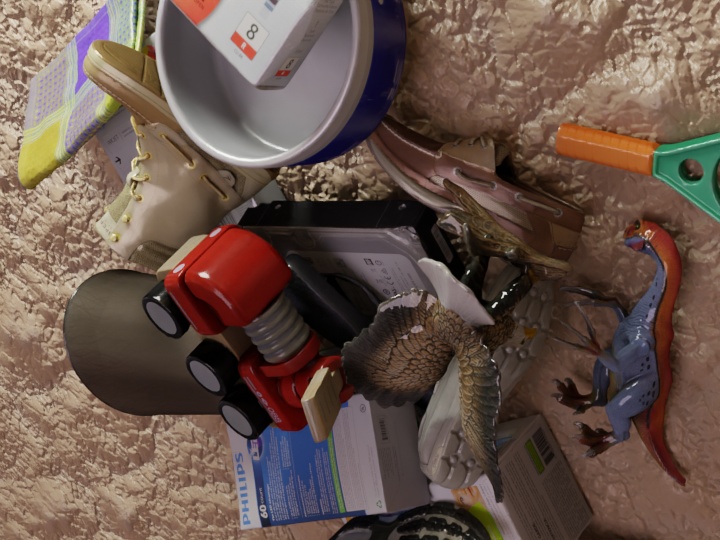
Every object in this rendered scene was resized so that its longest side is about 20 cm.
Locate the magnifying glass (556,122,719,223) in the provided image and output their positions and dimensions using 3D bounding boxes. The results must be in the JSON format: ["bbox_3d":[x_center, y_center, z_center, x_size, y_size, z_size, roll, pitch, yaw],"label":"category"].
[{"bbox_3d":[0.235,-0.076,0.978,0.198,0.022,0.081,18,126,31],"label":"magnifying glass"}]

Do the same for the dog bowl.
[{"bbox_3d":[-0.064,-0.184,1.067,0.198,0.078,0.204,4,97,32],"label":"dog bowl"}]

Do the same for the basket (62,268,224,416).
[{"bbox_3d":[-0.159,0.073,1.276,0.198,0.138,0.180,-1,151,47],"label":"basket"}]

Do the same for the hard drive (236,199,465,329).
[{"bbox_3d":[0.000,0.000,1.171,0.198,0.038,0.140,4,138,38],"label":"hard drive"}]

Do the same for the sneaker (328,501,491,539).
[{"bbox_3d":[0.051,0.259,1.162,0.199,0.077,0.089,-13,119,48],"label":"sneaker"}]

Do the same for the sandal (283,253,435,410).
[{"bbox_3d":[0.004,0.049,1.166,0.200,0.043,0.076,41,158,-21],"label":"sandal"}]

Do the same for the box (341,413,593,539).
[{"bbox_3d":[0.090,0.218,1.216,0.199,0.101,0.114,-19,103,44],"label":"box"}]

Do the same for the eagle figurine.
[{"bbox_3d":[0.077,0.061,1.001,0.149,0.152,0.202,21,110,-16],"label":"eagle figurine"}]

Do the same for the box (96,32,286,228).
[{"bbox_3d":[-0.172,-0.114,1.271,0.155,0.041,0.202,-23,101,44],"label":"box"}]

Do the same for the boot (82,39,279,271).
[{"bbox_3d":[-0.189,-0.092,1.162,0.199,0.073,0.155,34,112,-33],"label":"boot"}]

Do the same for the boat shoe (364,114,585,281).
[{"bbox_3d":[0.093,-0.073,1.067,0.199,0.076,0.072,36,108,13],"label":"boat shoe"}]

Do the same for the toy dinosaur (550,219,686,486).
[{"bbox_3d":[0.219,0.053,1.058,0.198,0.106,0.182,21,124,-21],"label":"toy dinosaur"}]

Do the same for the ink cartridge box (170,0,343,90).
[{"bbox_3d":[-0.065,-0.261,0.986,0.162,0.050,0.201,46,119,20],"label":"ink cartridge box"}]

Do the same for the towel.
[{"bbox_3d":[-0.263,-0.172,1.254,0.023,0.146,0.199,24,144,-33],"label":"towel"}]

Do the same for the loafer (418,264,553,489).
[{"bbox_3d":[0.098,0.081,1.112,0.202,0.069,0.070,-64,26,5],"label":"loafer"}]

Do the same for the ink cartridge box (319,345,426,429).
[{"bbox_3d":[-0.002,0.124,1.264,0.199,0.059,0.105,-19,103,44],"label":"ink cartridge box"}]

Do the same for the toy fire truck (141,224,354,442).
[{"bbox_3d":[-0.073,0.060,1.085,0.199,0.129,0.177,-6,123,53],"label":"toy fire truck"}]

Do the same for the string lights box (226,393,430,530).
[{"bbox_3d":[-0.034,0.171,1.205,0.199,0.058,0.104,-17,80,45],"label":"string lights box"}]
